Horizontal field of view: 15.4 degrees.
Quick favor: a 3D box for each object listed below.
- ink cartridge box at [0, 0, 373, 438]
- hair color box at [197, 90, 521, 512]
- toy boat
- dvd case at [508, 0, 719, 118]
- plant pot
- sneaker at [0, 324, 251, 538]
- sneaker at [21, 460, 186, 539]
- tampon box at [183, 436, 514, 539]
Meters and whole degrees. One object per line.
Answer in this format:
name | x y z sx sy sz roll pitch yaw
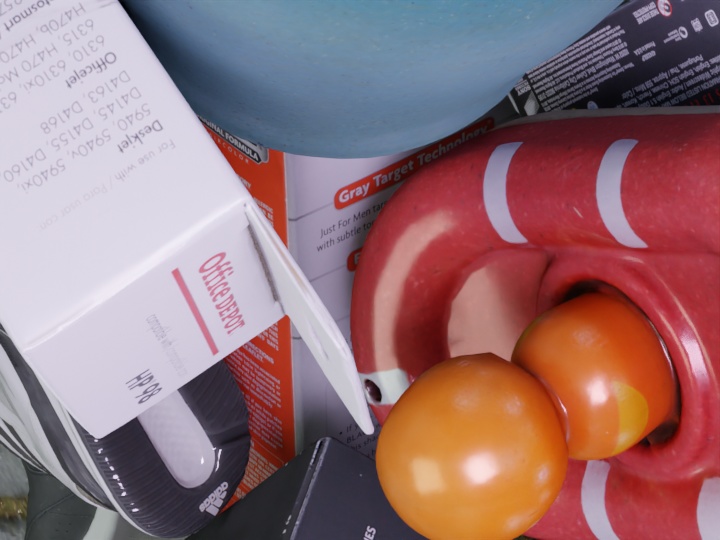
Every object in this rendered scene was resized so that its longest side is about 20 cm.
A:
ink cartridge box | -0.079 -0.032 0.678 0.200 0.067 0.116 56 175 14
hair color box | 0.000 0.000 0.870 0.061 0.101 0.200 38 141 38
toy boat | 0.059 0.032 0.729 0.200 0.131 0.131 1 114 57
dvd case | 0.125 0.010 0.762 0.200 0.022 0.146 64 151 0
plant pot | 0.004 -0.127 0.685 0.200 0.200 0.188 53 161 16
sneaker | -0.120 -0.006 0.832 0.115 0.076 0.201 8 130 47
sneaker | -0.121 0.082 1.119 0.099 0.071 0.200 52 142 22
tampon box | 0.020 0.172 0.840 0.200 0.126 0.150 31 145 -14
